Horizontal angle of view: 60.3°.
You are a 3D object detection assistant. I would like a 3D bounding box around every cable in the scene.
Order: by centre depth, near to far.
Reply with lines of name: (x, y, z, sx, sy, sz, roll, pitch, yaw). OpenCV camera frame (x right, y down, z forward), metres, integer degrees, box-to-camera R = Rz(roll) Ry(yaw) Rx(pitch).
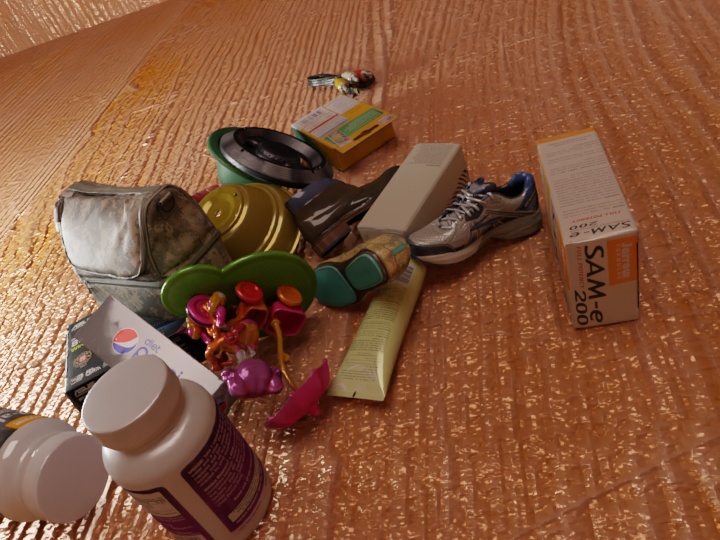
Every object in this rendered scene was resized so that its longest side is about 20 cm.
cable: (-0.043, -0.421, 1.340, 0.097, 0.051, 0.200, -34, 40, -18)

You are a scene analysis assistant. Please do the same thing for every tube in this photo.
tube: (0.027, 0.069, 0.746, 0.052, 0.058, 0.201, 29, 53, -5)

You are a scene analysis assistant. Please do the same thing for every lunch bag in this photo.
lunch bag: (-0.295, -0.040, 0.825, 0.198, 0.169, 0.140, 5, 39, 31)

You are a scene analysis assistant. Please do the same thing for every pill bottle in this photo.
pill bottle: (-0.173, 0.176, 0.594, 0.111, 0.201, 0.113, -14, 39, 11)
pill bottle: (-0.397, 0.224, 0.721, 0.198, 0.117, 0.117, 1, 44, 28)

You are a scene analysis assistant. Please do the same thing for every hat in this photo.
hat: (-0.225, -0.149, 1.143, 0.199, 0.177, 0.166, 28, 35, 3)

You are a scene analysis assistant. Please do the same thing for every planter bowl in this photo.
planter bowl: (-0.193, -0.067, 0.933, 0.198, 0.084, 0.202, -13, 57, 21)

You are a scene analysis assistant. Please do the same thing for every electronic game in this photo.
electronic game: (-0.141, -0.192, 1.059, 0.198, 0.042, 0.201, 17, 27, -9)

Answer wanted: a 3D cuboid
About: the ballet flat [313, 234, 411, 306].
ballet flat: (0.000, 0.000, 0.778, 0.071, 0.071, 0.200, -47, 11, -28)

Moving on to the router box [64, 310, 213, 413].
router box: (-0.309, 0.094, 0.870, 0.199, 0.062, 0.150, -28, 37, -6)

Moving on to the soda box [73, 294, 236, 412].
soda box: (-0.246, 0.115, 0.750, 0.199, 0.064, 0.068, 31, 71, 20)

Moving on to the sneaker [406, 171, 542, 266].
sneaker: (0.142, -0.075, 0.795, 0.198, 0.086, 0.077, -22, 36, -16)

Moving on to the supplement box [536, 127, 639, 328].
supplement box: (0.254, -0.053, 0.703, 0.073, 0.127, 0.201, -10, 39, 14)

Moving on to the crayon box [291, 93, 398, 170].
crayon box: (-0.026, -0.253, 1.137, 0.125, 0.052, 0.200, -35, 39, -14)

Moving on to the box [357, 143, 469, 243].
box: (0.081, -0.099, 0.890, 0.081, 0.069, 0.201, 9, 49, 34)

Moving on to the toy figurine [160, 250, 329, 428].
toy figurine: (-0.114, 0.090, 0.706, 0.151, 0.198, 0.185, -57, 42, 30)

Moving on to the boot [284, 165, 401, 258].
boot: (-0.019, -0.118, 0.926, 0.200, 0.097, 0.075, -43, 0, -22)
